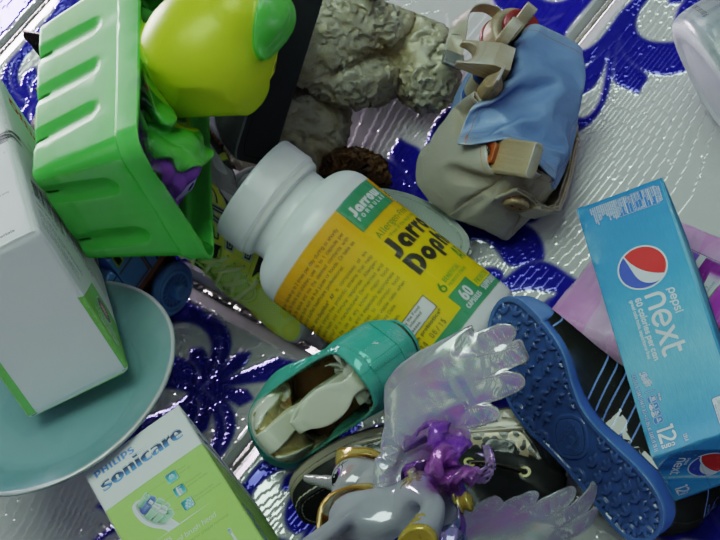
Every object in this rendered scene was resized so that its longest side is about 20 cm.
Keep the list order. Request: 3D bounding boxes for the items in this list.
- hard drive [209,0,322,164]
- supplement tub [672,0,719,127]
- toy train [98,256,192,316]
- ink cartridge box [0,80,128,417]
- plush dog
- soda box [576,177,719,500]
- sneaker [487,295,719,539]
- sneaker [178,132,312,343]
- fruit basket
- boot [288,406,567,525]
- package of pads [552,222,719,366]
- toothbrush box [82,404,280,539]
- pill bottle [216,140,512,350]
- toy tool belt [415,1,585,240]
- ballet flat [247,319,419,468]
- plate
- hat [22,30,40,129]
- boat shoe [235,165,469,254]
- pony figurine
[{"bbox_3d":[-0.088,-0.175,1.613,0.200,0.033,0.140,-132,57,-63],"label":"hard drive"},{"bbox_3d":[0.340,-0.182,1.561,0.200,0.123,0.123,-31,50,-1],"label":"supplement tub"},{"bbox_3d":[-0.210,0.028,1.652,0.087,0.114,0.200,20,65,34],"label":"toy train"},{"bbox_3d":[-0.246,-0.020,1.514,0.084,0.146,0.200,-27,40,2],"label":"ink cartridge box"},{"bbox_3d":[-0.042,-0.143,1.699,0.200,0.160,0.172,19,88,32],"label":"plush dog"},{"bbox_3d":[0.201,0.043,1.398,0.064,0.068,0.200,-20,54,11],"label":"soda box"},{"bbox_3d":[0.164,0.096,1.446,0.200,0.078,0.070,56,132,23],"label":"sneaker"},{"bbox_3d":[-0.110,-0.021,1.612,0.076,0.200,0.075,-40,1,-41],"label":"sneaker"},{"bbox_3d":[-0.123,-0.125,1.498,0.215,0.156,0.216,-13,47,14],"label":"fruit basket"},{"bbox_3d":[0.052,0.180,1.457,0.200,0.073,0.151,-11,52,6],"label":"boot"},{"bbox_3d":[0.238,0.041,1.474,0.200,0.076,0.121,26,72,35],"label":"package of pads"},{"bbox_3d":[-0.087,0.212,1.445,0.086,0.146,0.200,-34,51,-2],"label":"toothbrush box"},{"bbox_3d":[0.000,0.000,1.529,0.200,0.113,0.113,38,74,5],"label":"pill bottle"},{"bbox_3d":[0.121,-0.132,1.609,0.125,0.123,0.200,21,61,-14],"label":"toy tool belt"},{"bbox_3d":[-0.037,0.095,1.494,0.070,0.200,0.067,-33,86,-44],"label":"ballet flat"},{"bbox_3d":[-0.220,0.087,1.518,0.200,0.026,0.200,-15,41,13],"label":"plate"},{"bbox_3d":[-0.210,-0.110,1.710,0.200,0.201,0.081,28,75,36],"label":"hat"},{"bbox_3d":[-0.008,-0.026,1.640,0.200,0.060,0.076,21,47,24],"label":"boat shoe"},{"bbox_3d":[0.034,0.143,1.339,0.193,0.167,0.200,-18,17,18],"label":"pony figurine"}]
